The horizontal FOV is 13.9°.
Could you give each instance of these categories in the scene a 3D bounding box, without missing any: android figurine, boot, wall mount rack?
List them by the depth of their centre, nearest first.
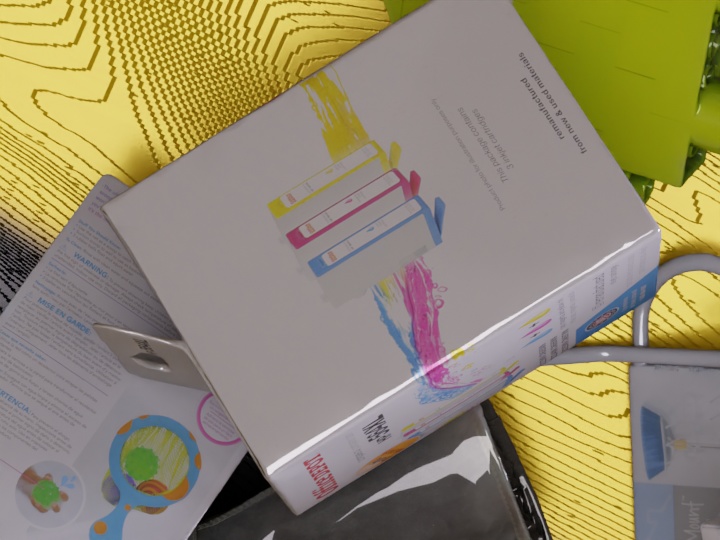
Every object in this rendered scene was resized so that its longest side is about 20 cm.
[{"bbox_3d":[0.091,-0.111,1.224,0.200,0.041,0.182,19,122,22],"label":"android figurine"},{"bbox_3d":[-0.010,0.152,1.258,0.200,0.073,0.182,-22,125,0],"label":"boot"},{"bbox_3d":[0.112,0.095,1.275,0.174,0.075,0.200,1,99,26],"label":"wall mount rack"}]

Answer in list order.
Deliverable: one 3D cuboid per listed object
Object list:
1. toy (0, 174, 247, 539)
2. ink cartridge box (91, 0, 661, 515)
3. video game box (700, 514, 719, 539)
[{"bbox_3d":[-0.116,0.074,1.215,0.115,0.047,0.200,35,67,-2],"label":"toy"},{"bbox_3d":[0.000,0.000,1.152,0.200,0.129,0.125,-32,78,-2],"label":"ink cartridge box"},{"bbox_3d":[0.232,0.170,1.237,0.047,0.182,0.200,0,106,47],"label":"video game box"}]
